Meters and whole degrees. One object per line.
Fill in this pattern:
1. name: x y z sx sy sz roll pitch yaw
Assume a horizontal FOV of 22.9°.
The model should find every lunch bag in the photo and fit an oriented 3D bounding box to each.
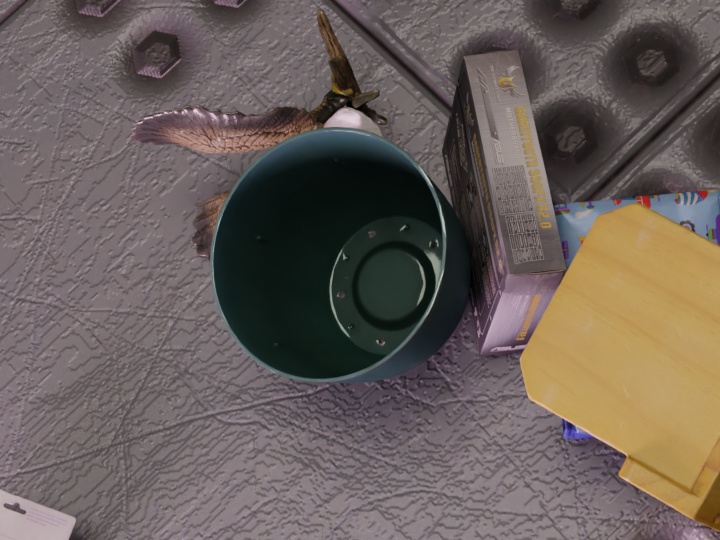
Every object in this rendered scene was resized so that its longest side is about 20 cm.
1. lunch bag: 0.230 0.047 1.431 0.149 0.094 0.202 -6 80 4

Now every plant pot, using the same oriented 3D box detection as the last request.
1. plant pot: 0.000 0.000 1.452 0.199 0.161 0.202 -4 79 20

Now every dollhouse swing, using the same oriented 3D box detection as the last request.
1. dollhouse swing: 0.255 0.072 1.364 0.175 0.181 0.201 29 91 38

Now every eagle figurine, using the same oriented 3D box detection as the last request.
1. eagle figurine: -0.078 -0.102 1.551 0.199 0.151 0.152 -31 74 -11

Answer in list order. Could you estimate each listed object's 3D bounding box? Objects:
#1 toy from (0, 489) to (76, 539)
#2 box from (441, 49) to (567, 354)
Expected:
1. toy: -0.317 0.289 1.497 0.114 0.047 0.201 17 77 17
2. box: 0.114 -0.054 1.454 0.048 0.159 0.201 -6 65 -8
